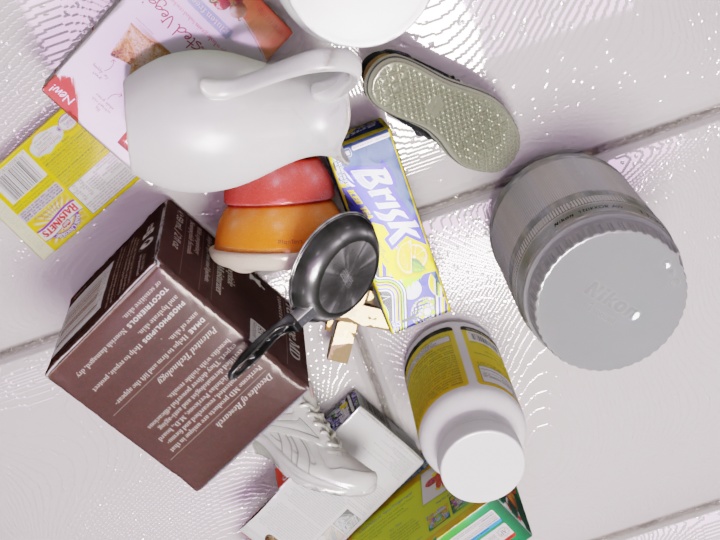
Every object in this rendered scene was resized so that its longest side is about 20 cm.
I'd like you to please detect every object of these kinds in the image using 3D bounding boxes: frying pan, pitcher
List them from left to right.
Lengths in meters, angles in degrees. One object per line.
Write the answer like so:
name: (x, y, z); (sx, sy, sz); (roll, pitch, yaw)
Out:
pitcher: (-0.101, -0.140, 0.917); (0.198, 0.172, 0.123); (-5, 72, -10)
frying pan: (-0.047, 0.018, 0.989); (0.189, 0.031, 0.116); (-34, 138, -32)

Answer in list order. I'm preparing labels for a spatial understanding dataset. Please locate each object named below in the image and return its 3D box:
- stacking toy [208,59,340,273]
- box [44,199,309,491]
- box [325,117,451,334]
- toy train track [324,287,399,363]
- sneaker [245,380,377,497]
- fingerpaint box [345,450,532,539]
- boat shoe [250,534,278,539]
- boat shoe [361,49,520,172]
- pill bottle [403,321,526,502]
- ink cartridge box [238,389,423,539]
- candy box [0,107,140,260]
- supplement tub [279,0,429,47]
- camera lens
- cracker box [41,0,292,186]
stacking toy: (-0.078, -0.103, 1.050); (0.144, 0.146, 0.202); (-1, 98, -5)
box: (-0.179, 0.072, 1.082); (0.164, 0.166, 0.200); (-43, 112, 13)
box: (0.026, -0.045, 1.080); (0.069, 0.064, 0.202); (-20, 108, -1)
toy train track: (0.000, 0.000, 1.142); (0.113, 0.033, 0.202); (13, 106, -11)
sneaker: (-0.063, 0.171, 1.154); (0.199, 0.078, 0.100); (25, 87, 17)
fingerpaint box: (0.081, 0.282, 1.205); (0.199, 0.167, 0.073); (-39, 111, 12)
boat shoe: (-0.077, 0.380, 1.278); (0.075, 0.072, 0.201); (-14, 116, 44)
boat shoe: (0.080, -0.160, 1.058); (0.199, 0.062, 0.075); (24, 107, -32)
pill bottle: (0.110, 0.147, 1.126); (0.111, 0.200, 0.114); (-2, 116, -4)
ink cartridge box: (-0.036, 0.245, 1.228); (0.200, 0.050, 0.109); (-45, 110, 7)
candy box: (-0.279, -0.108, 1.065); (0.199, 0.026, 0.102); (-37, 114, 12)
supplement tub: (-0.008, -0.275, 0.915); (0.143, 0.200, 0.146); (-2, 115, -4)
camera lens: (0.219, -0.014, 1.060); (0.158, 0.200, 0.162); (-2, 116, -4)
cracker box: (-0.179, -0.198, 0.998); (0.134, 0.058, 0.200); (42, 95, -22)
